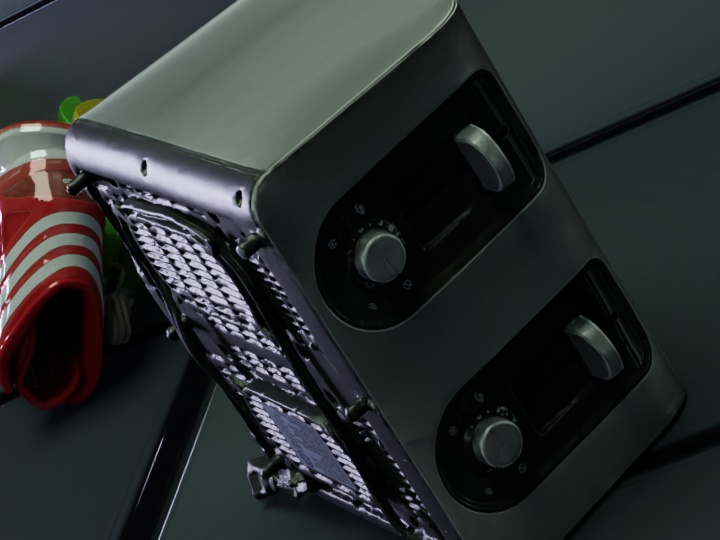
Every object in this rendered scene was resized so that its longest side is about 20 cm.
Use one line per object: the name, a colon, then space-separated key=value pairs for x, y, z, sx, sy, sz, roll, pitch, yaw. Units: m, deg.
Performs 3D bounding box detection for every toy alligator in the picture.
toy alligator: x=-0.107 y=-0.026 z=1.383 sx=0.054 sy=0.060 sz=0.200 roll=0 pitch=34 yaw=-15

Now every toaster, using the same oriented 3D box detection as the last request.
toaster: x=0.000 y=0.000 z=1.033 sx=0.119 sy=0.181 sz=0.200 roll=-40 pitch=25 yaw=-17

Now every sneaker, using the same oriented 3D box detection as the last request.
sneaker: x=-0.172 y=0.020 z=1.347 sx=0.200 sy=0.078 sz=0.116 roll=130 pitch=142 yaw=-58
